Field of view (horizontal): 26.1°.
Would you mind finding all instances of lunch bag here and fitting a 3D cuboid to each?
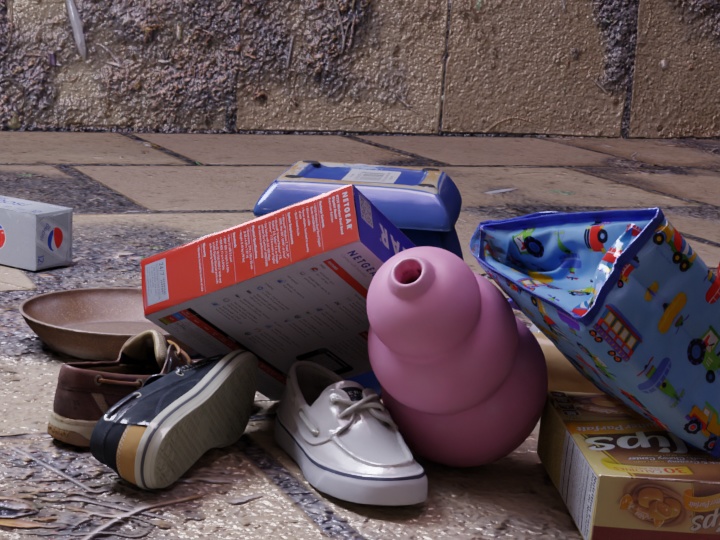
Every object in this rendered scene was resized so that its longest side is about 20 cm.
[{"bbox_3d":[0.162,0.034,1.071,0.151,0.094,0.200,44,-15,-25],"label":"lunch bag"}]

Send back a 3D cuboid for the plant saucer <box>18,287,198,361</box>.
[{"bbox_3d":[-0.214,0.052,1.433,0.200,0.037,0.200,3,11,-1],"label":"plant saucer"}]

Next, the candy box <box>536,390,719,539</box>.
[{"bbox_3d":[0.196,0.137,1.068,0.115,0.055,0.200,4,10,-4],"label":"candy box"}]

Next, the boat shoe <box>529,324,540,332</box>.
[{"bbox_3d":[0.239,0.073,1.397,0.200,0.072,0.068,5,7,-32],"label":"boat shoe"}]

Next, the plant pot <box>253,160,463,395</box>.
[{"bbox_3d":[0.000,0.000,1.393,0.199,0.180,0.200,4,11,6],"label":"plant pot"}]

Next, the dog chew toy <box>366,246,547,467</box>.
[{"bbox_3d":[0.060,0.055,1.099,0.124,0.125,0.200,9,-29,26],"label":"dog chew toy"}]

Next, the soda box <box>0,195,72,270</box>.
[{"bbox_3d":[-0.428,-0.050,1.809,0.200,0.068,0.063,10,14,31],"label":"soda box"}]

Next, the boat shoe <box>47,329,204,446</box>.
[{"bbox_3d":[-0.157,0.081,1.199,0.072,0.072,0.200,13,14,39],"label":"boat shoe"}]

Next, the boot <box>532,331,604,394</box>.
[{"bbox_3d":[0.216,0.078,1.220,0.200,0.066,0.175,11,-30,24],"label":"boot"}]

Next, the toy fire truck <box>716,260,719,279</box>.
[{"bbox_3d":[0.407,0.031,1.365,0.168,0.200,0.112,44,28,-2],"label":"toy fire truck"}]

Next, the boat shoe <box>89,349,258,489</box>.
[{"bbox_3d":[-0.128,0.100,1.118,0.062,0.075,0.200,13,18,18],"label":"boat shoe"}]

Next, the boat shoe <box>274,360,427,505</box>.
[{"bbox_3d":[-0.008,0.112,1.106,0.072,0.066,0.200,0,11,-19],"label":"boat shoe"}]

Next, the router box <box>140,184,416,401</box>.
[{"bbox_3d":[-0.039,0.024,1.183,0.179,0.049,0.200,-19,-30,19],"label":"router box"}]
